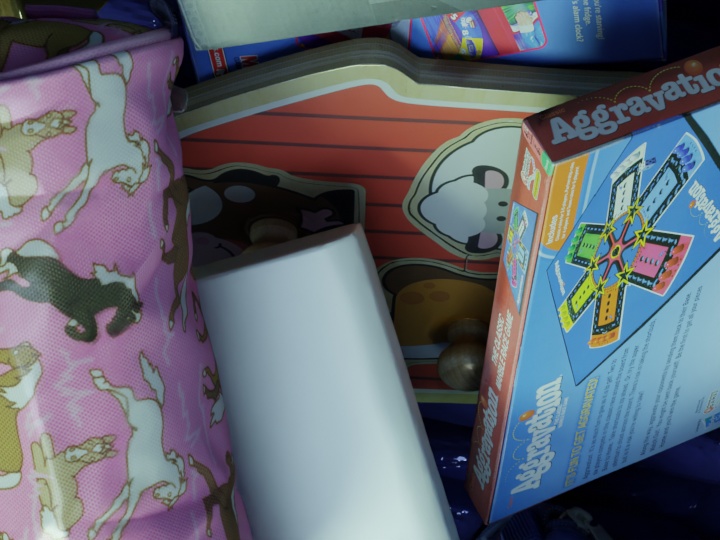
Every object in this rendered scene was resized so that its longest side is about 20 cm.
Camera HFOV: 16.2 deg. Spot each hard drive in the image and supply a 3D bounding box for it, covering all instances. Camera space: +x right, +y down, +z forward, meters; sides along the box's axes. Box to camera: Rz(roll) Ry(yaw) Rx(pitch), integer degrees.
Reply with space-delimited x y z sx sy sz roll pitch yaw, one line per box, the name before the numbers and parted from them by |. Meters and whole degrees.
hard drive | -0.034 0.099 0.742 0.132 0.027 0.200 -16 101 9

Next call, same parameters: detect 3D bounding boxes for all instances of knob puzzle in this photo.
knob puzzle | 0.000 0.000 0.768 0.219 0.031 0.220 2 149 1

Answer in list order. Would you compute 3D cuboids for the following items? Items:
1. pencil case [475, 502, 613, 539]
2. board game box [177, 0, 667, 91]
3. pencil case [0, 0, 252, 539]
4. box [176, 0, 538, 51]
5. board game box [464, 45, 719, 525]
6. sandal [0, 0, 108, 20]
pencil case | 0.124 0.141 0.892 0.200 0.078 0.087 20 115 -12
board game box | 0.006 -0.140 0.657 0.134 0.045 0.200 -3 133 9
pencil case | -0.070 0.030 0.670 0.086 0.083 0.200 -15 105 -25
box | 0.010 -0.149 0.582 0.157 0.051 0.200 -8 133 13
board game box | 0.086 0.004 0.742 0.103 0.019 0.200 -22 151 -16
sandal | -0.155 -0.063 0.686 0.070 0.212 0.078 33 149 37
